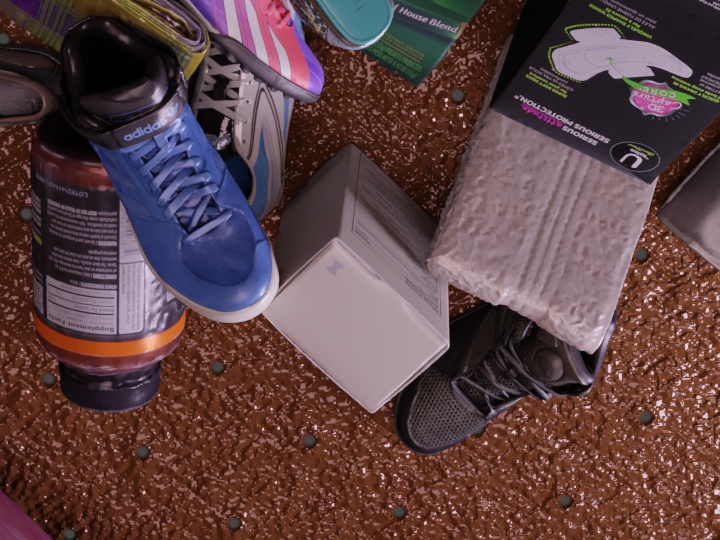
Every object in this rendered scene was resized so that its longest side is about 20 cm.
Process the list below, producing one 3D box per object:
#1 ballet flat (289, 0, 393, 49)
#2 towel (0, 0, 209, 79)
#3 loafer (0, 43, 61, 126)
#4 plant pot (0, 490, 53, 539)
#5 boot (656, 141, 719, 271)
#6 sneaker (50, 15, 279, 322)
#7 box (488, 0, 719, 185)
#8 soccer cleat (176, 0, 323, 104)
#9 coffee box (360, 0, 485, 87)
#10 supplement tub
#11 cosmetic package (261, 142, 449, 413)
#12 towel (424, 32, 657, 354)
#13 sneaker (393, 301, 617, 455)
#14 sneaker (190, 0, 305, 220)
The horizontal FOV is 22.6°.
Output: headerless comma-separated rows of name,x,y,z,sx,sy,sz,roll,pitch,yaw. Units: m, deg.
ballet flat,-0.050,-0.223,1.107,0.074,0.074,0.200,-25,115,8
towel,-0.169,-0.162,1.148,0.143,0.200,0.023,33,77,-8
loafer,-0.297,-0.124,1.220,0.199,0.063,0.072,-2,108,1
plant pot,-0.284,0.241,1.278,0.200,0.200,0.179,-36,89,11
boot,0.330,-0.064,1.235,0.182,0.073,0.200,34,98,4
sneaker,-0.119,-0.065,1.074,0.077,0.111,0.200,-28,70,-4
box,0.186,-0.176,1.113,0.124,0.149,0.200,25,149,-8
soccer cleat,-0.085,-0.184,1.121,0.200,0.068,0.073,41,96,-21
coffee box,0.035,-0.215,1.147,0.123,0.044,0.200,31,140,-9
supplement tub,-0.171,-0.005,1.228,0.106,0.107,0.201,4,119,-1
cosmetic package,0.000,0.000,1.185,0.105,0.200,0.071,44,107,-12
towel,0.129,-0.058,1.205,0.132,0.034,0.201,26,68,-8
sneaker,0.100,0.066,1.255,0.199,0.114,0.076,-38,102,13
sneaker,-0.082,-0.117,1.204,0.072,0.072,0.201,13,116,22
